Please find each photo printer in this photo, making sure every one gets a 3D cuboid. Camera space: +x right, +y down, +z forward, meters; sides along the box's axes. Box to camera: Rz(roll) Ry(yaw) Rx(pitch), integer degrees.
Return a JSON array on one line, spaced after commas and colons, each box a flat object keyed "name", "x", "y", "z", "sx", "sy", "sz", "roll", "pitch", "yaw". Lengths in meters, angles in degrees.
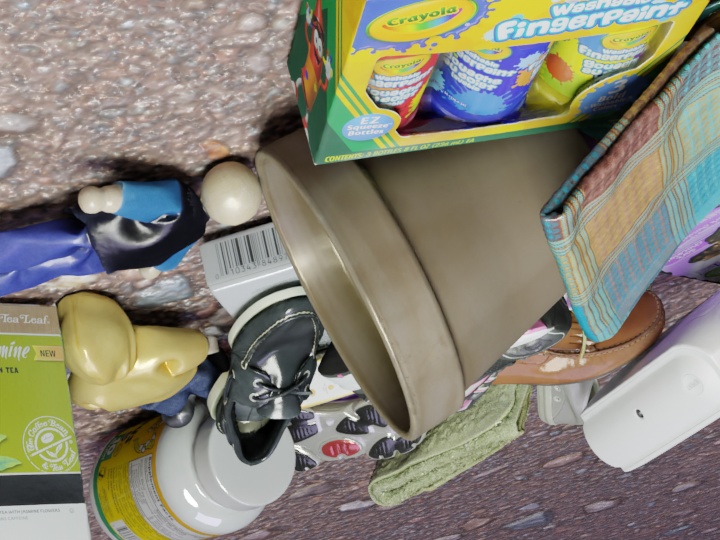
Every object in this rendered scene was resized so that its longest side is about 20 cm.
[{"name": "photo printer", "x": 0.267, "y": 0.060, "z": 1.166, "sx": 0.166, "sy": 0.070, "sz": 0.200, "roll": -36, "pitch": 172, "yaw": -30}]

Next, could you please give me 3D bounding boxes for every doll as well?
[{"name": "doll", "x": -0.157, "y": -0.024, "z": 0.978, "sx": 0.197, "sy": 0.049, "sz": 0.137, "roll": -15, "pitch": 159, "yaw": -1}]

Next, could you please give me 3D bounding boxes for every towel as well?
[{"name": "towel", "x": 0.086, "y": 0.120, "z": 1.384, "sx": 0.036, "sy": 0.149, "sz": 0.199, "roll": 37, "pitch": 135, "yaw": -18}, {"name": "towel", "x": 0.169, "y": -0.042, "z": 0.920, "sx": 0.147, "sy": 0.022, "sz": 0.200, "roll": -49, "pitch": 155, "yaw": -6}]

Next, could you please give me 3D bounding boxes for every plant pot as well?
[{"name": "plant pot", "x": 0.055, "y": -0.023, "z": 0.966, "sx": 0.172, "sy": 0.201, "sz": 0.200, "roll": -28, "pitch": 160, "yaw": -11}]

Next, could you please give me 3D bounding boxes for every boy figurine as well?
[{"name": "boy figurine", "x": -0.173, "y": 0.072, "z": 1.178, "sx": 0.123, "sy": 0.065, "sz": 0.200, "roll": -24, "pitch": 156, "yaw": 16}]

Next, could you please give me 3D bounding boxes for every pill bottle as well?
[{"name": "pill bottle", "x": -0.142, "y": 0.172, "z": 1.331, "sx": 0.112, "sy": 0.114, "sz": 0.199, "roll": 1, "pitch": 164, "yaw": -35}]

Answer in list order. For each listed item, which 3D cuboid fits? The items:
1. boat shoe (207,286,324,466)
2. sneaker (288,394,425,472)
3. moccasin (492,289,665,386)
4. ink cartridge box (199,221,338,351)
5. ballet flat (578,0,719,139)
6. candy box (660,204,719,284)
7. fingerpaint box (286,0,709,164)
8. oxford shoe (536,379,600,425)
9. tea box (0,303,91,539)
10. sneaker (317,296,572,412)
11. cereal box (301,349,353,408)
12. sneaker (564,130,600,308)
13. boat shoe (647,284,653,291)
[{"name": "boat shoe", "x": -0.065, "y": 0.084, "z": 1.146, "sx": 0.074, "sy": 0.067, "sz": 0.200, "roll": -5, "pitch": 151, "yaw": -28}, {"name": "sneaker", "x": -0.033, "y": 0.125, "z": 1.384, "sx": 0.197, "sy": 0.084, "sz": 0.082, "roll": -3, "pitch": 122, "yaw": 8}, {"name": "moccasin", "x": 0.125, "y": 0.038, "z": 1.159, "sx": 0.198, "sy": 0.074, "sz": 0.078, "roll": -2, "pitch": 133, "yaw": 7}, {"name": "ink cartridge box", "x": 0.000, "y": 0.000, "z": 1.149, "sx": 0.197, "sy": 0.041, "sz": 0.200, "roll": -16, "pitch": 160, "yaw": 4}, {"name": "ballet flat", "x": 0.212, "y": -0.128, "z": 0.933, "sx": 0.198, "sy": 0.068, "sz": 0.070, "roll": -22, "pitch": 178, "yaw": 19}, {"name": "candy box", "x": 0.294, "y": -0.060, "z": 1.155, "sx": 0.167, "sy": 0.072, "sz": 0.199, "roll": -32, "pitch": 153, "yaw": 36}, {"name": "fingerpaint box", "x": 0.073, "y": -0.135, "z": 0.827, "sx": 0.197, "sy": 0.074, "sz": 0.167, "roll": -9, "pitch": 158, "yaw": -16}, {"name": "oxford shoe", "x": 0.176, "y": 0.057, "z": 1.301, "sx": 0.057, "sy": 0.076, "sz": 0.201, "roll": 8, "pitch": 138, "yaw": 18}, {"name": "tea box", "x": -0.295, "y": 0.149, "z": 1.103, "sx": 0.132, "sy": 0.199, "sz": 0.200, "roll": 2, "pitch": 154, "yaw": -35}, {"name": "sneaker", "x": 0.070, "y": 0.055, "z": 1.090, "sx": 0.199, "sy": 0.081, "sz": 0.086, "roll": -15, "pitch": 133, "yaw": 42}, {"name": "cereal box", "x": 0.042, "y": 0.063, "z": 1.272, "sx": 0.197, "sy": 0.040, "sz": 0.144, "roll": -16, "pitch": 180, "yaw": 0}, {"name": "sneaker", "x": 0.159, "y": -0.039, "z": 1.060, "sx": 0.072, "sy": 0.116, "sz": 0.201, "roll": -4, "pitch": 151, "yaw": -23}, {"name": "boat shoe", "x": 0.204, "y": 0.056, "z": 1.375, "sx": 0.067, "sy": 0.073, "sz": 0.200, "roll": -12, "pitch": 160, "yaw": -19}]
